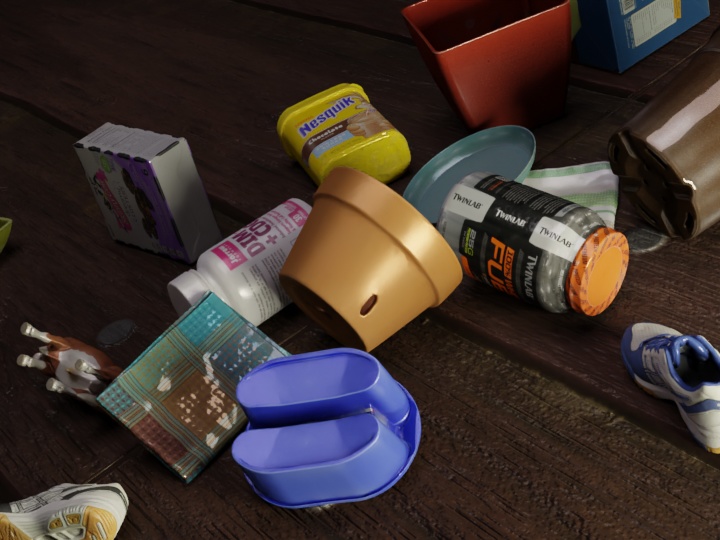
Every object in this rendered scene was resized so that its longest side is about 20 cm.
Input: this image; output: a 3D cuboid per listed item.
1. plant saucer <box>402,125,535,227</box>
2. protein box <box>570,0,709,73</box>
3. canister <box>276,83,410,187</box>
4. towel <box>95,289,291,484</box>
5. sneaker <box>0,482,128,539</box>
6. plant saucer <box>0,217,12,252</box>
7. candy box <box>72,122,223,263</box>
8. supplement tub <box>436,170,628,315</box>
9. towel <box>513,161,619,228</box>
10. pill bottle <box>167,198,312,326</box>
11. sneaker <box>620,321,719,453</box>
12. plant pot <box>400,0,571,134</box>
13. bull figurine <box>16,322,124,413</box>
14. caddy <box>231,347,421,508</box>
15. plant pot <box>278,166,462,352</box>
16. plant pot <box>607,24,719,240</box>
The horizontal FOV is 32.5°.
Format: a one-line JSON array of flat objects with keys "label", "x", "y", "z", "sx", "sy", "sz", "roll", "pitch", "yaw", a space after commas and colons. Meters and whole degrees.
[{"label": "plant saucer", "x": 0.146, "y": -0.120, "z": 1.630, "sx": 0.199, "sy": 0.028, "sz": 0.201, "roll": -26, "pitch": 29, "yaw": 16}, {"label": "protein box", "x": 0.396, "y": -0.438, "z": 1.845, "sx": 0.199, "sy": 0.200, "sz": 0.135, "roll": -33, "pitch": 34, "yaw": -22}, {"label": "canister", "x": -0.025, "y": -0.187, "z": 1.808, "sx": 0.147, "sy": 0.087, "sz": 0.200, "roll": -25, "pitch": 33, "yaw": -8}, {"label": "towel", "x": -0.181, "y": 0.126, "z": 1.398, "sx": 0.146, "sy": 0.022, "sz": 0.200, "roll": 38, "pitch": 56, "yaw": 10}, {"label": "sneaker", "x": -0.338, "y": 0.271, "z": 1.312, "sx": 0.198, "sy": 0.077, "sz": 0.088, "roll": -7, "pitch": 18, "yaw": 14}, {"label": "plant saucer", "x": -0.664, "y": -0.014, "z": 1.937, "sx": 0.198, "sy": 0.048, "sz": 0.200, "roll": 8, "pitch": 42, "yaw": 37}, {"label": "candy box", "x": -0.306, "y": -0.113, "z": 1.771, "sx": 0.199, "sy": 0.169, "sz": 0.071, "roll": 15, "pitch": 43, "yaw": 44}, {"label": "supplement tub", "x": 0.193, "y": -0.029, "z": 1.390, "sx": 0.199, "sy": 0.123, "sz": 0.122, "roll": 24, "pitch": 51, "yaw": 37}, {"label": "towel", "x": 0.242, "y": -0.070, "z": 1.529, "sx": 0.148, "sy": 0.031, "sz": 0.201, "roll": -7, "pitch": 34, "yaw": 22}, {"label": "pill bottle", "x": -0.134, "y": 0.005, "z": 1.546, "sx": 0.199, "sy": 0.114, "sz": 0.113, "roll": -34, "pitch": 34, "yaw": -21}, {"label": "sneaker", "x": 0.314, "y": 0.087, "z": 1.194, "sx": 0.075, "sy": 0.089, "sz": 0.200, "roll": -27, "pitch": 31, "yaw": -8}, {"label": "plant pot", "x": 0.193, "y": -0.300, "z": 1.770, "sx": 0.198, "sy": 0.178, "sz": 0.201, "roll": -21, "pitch": 32, "yaw": -2}, {"label": "bull figurine", "x": -0.351, "y": 0.119, "z": 1.503, "sx": 0.199, "sy": 0.121, "sz": 0.066, "roll": 20, "pitch": 84, "yaw": 37}, {"label": "caddy", "x": -0.039, "y": 0.165, "z": 1.262, "sx": 0.198, "sy": 0.105, "sz": 0.143, "roll": -9, "pitch": 57, "yaw": 17}, {"label": "plant pot", "x": 0.000, "y": 0.000, "z": 1.426, "sx": 0.140, "sy": 0.200, "sz": 0.199, "roll": -50, "pitch": 40, "yaw": -14}, {"label": "plant pot", "x": 0.406, "y": -0.152, "z": 1.425, "sx": 0.198, "sy": 0.201, "sz": 0.200, "roll": -36, "pitch": 34, "yaw": -11}]
